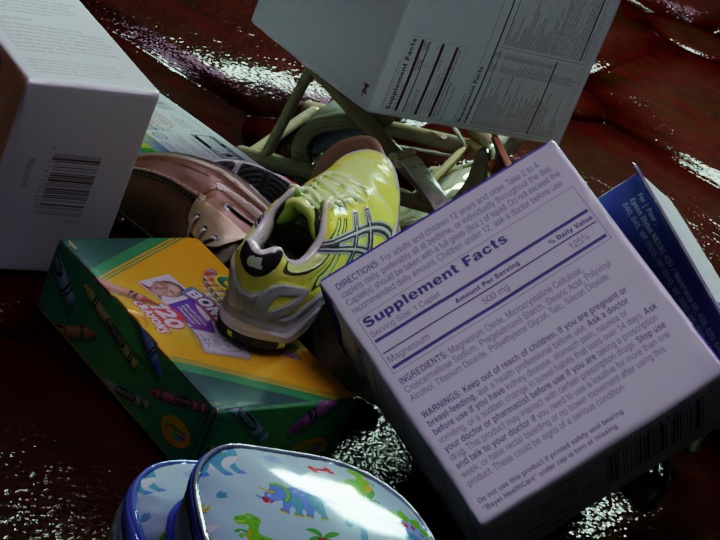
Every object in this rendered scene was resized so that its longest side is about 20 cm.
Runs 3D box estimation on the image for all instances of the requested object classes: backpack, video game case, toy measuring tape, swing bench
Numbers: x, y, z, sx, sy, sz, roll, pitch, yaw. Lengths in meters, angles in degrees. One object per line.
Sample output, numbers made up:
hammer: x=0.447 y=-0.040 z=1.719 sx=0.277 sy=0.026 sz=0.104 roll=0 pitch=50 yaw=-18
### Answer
backpack: x=-0.044 y=0.176 z=1.042 sx=0.183 sy=0.147 sz=0.200 roll=14 pitch=23 yaw=-27
video game case: x=-0.204 y=-0.117 z=1.622 sx=0.182 sy=0.022 sz=0.200 roll=3 pitch=22 yaw=-38
toy measuring tape: x=0.077 y=-0.009 z=1.607 sx=0.074 sy=0.074 sz=0.200 roll=-3 pitch=46 yaw=-46
swing bench: x=0.029 y=-0.121 z=1.752 sx=0.200 sy=0.130 sz=0.199 roll=32 pitch=24 yaw=6

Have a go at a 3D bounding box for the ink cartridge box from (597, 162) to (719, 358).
ink cartridge box: x=0.228 y=0.030 z=1.355 sx=0.198 sy=0.047 sz=0.200 roll=62 pitch=14 yaw=11

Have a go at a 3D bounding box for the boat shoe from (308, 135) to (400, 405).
boat shoe: x=0.000 y=0.000 z=1.455 sx=0.065 sy=0.071 sz=0.200 roll=40 pitch=45 yaw=-55

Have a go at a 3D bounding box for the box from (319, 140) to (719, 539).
box: x=0.104 y=0.054 z=1.307 sx=0.200 sy=0.184 sz=0.105 roll=56 pitch=-7 yaw=24

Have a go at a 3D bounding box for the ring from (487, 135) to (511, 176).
ring: x=0.138 y=-0.012 z=1.599 sx=0.019 sy=0.201 sz=0.200 roll=-21 pitch=29 yaw=4

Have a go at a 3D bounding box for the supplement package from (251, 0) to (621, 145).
supplement package: x=0.060 y=-0.214 z=1.606 sx=0.200 sy=0.147 sz=0.191 roll=6 pitch=23 yaw=-38

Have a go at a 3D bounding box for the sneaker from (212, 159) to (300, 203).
sneaker: x=-0.040 y=-0.029 z=1.580 sx=0.200 sy=0.077 sz=0.085 roll=26 pitch=12 yaw=-10

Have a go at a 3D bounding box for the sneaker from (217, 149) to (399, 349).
sneaker: x=-0.024 y=-0.028 z=1.355 sx=0.075 sy=0.076 sz=0.200 roll=23 pitch=42 yaw=12

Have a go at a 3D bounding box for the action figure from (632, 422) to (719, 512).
action figure: x=0.213 y=0.098 z=1.493 sx=0.119 sy=0.102 sz=0.200 roll=16 pitch=24 yaw=12

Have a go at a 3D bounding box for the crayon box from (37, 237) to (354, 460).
crayon box: x=-0.112 y=0.054 z=1.340 sx=0.119 sy=0.058 sz=0.200 roll=-1 pitch=34 yaw=-43

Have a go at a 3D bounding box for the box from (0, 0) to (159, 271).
box: x=-0.251 y=-0.114 z=1.446 sx=0.106 sy=0.152 sz=0.200 roll=3 pitch=31 yaw=-37

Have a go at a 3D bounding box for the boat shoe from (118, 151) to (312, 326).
boat shoe: x=-0.098 y=-0.022 z=1.493 sx=0.200 sy=0.076 sz=0.074 roll=26 pitch=29 yaw=6
